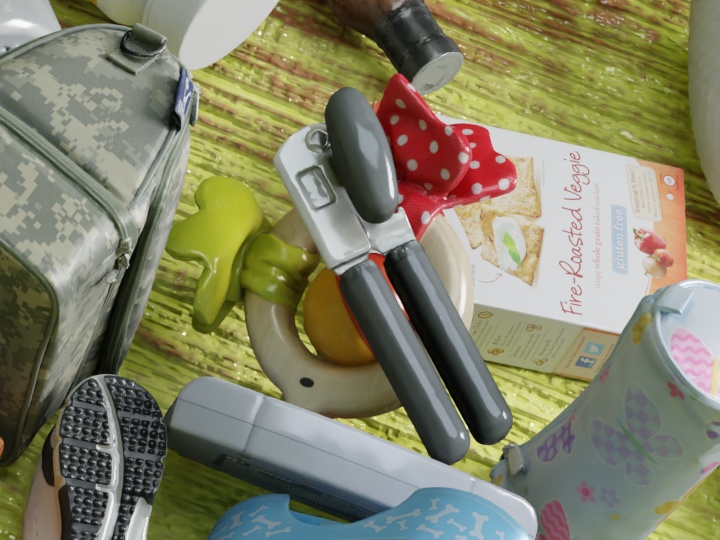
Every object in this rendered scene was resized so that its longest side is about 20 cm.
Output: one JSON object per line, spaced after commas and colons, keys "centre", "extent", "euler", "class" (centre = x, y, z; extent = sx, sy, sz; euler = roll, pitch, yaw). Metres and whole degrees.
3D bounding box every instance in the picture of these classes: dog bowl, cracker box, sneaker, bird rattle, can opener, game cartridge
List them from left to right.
{"centre": [-0.142, 0.158, 1.513], "extent": [0.073, 0.080, 0.201], "euler": [16, 67, -16], "class": "sneaker"}
{"centre": [-0.007, 0.108, 1.556], "extent": [0.199, 0.133, 0.041], "euler": [21, 83, -5], "class": "game cartridge"}
{"centre": [-0.004, 0.171, 1.476], "extent": [0.199, 0.112, 0.050], "euler": [-4, 15, 28], "class": "dog bowl"}
{"centre": [0.000, 0.000, 1.621], "extent": [0.199, 0.113, 0.164], "euler": [-21, 71, 0], "class": "bird rattle"}
{"centre": [0.016, 0.004, 1.538], "extent": [0.052, 0.066, 0.201], "euler": [-23, 79, -15], "class": "can opener"}
{"centre": [0.091, -0.013, 1.731], "extent": [0.199, 0.058, 0.135], "euler": [11, 52, -12], "class": "cracker box"}

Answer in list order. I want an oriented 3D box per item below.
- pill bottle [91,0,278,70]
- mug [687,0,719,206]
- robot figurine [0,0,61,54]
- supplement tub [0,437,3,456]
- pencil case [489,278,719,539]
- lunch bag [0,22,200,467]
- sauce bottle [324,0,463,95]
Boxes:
{"centre": [-0.141, -0.220, 1.764], "extent": [0.200, 0.115, 0.114], "euler": [45, 52, 14], "class": "pill bottle"}
{"centre": [0.291, -0.094, 1.826], "extent": [0.200, 0.147, 0.176], "euler": [33, 48, -35], "class": "mug"}
{"centre": [-0.236, -0.151, 1.676], "extent": [0.169, 0.113, 0.201], "euler": [-28, 62, 2], "class": "robot figurine"}
{"centre": [-0.287, 0.076, 1.480], "extent": [0.199, 0.123, 0.123], "euler": [30, 50, 4], "class": "supplement tub"}
{"centre": [0.147, 0.088, 1.586], "extent": [0.083, 0.200, 0.091], "euler": [-29, 75, -42], "class": "pencil case"}
{"centre": [-0.169, -0.022, 1.548], "extent": [0.139, 0.200, 0.168], "euler": [34, 51, 10], "class": "lunch bag"}
{"centre": [-0.006, -0.194, 1.828], "extent": [0.066, 0.066, 0.201], "euler": [-18, 64, -30], "class": "sauce bottle"}
